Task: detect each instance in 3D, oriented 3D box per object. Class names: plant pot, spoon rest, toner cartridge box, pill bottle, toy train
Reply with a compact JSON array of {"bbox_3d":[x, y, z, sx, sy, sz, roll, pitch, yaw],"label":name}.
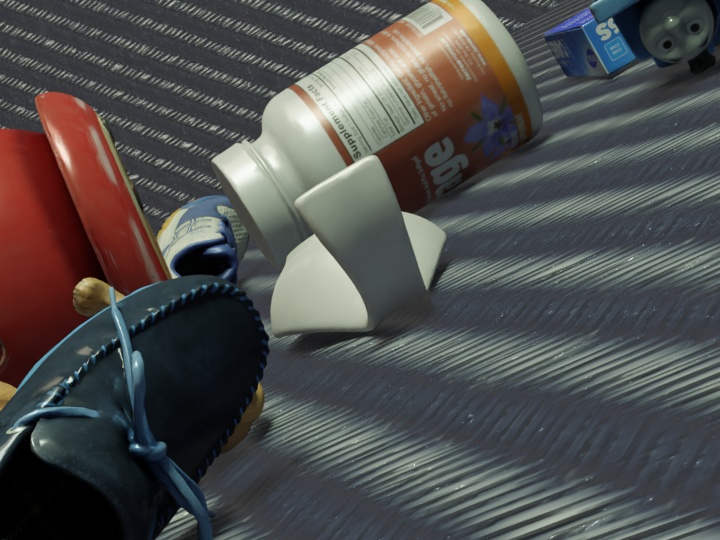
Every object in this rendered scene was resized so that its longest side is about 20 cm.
[{"bbox_3d":[-0.196,0.016,0.878,0.182,0.201,0.200,-23,6,-7],"label":"plant pot"},{"bbox_3d":[0.000,0.000,0.751,0.099,0.061,0.200,-30,-7,-4],"label":"spoon rest"},{"bbox_3d":[0.203,-0.191,1.242,0.095,0.043,0.200,-32,6,3],"label":"toner cartridge box"},{"bbox_3d":[0.009,-0.086,1.044,0.199,0.113,0.112,-32,7,-7],"label":"pill bottle"},{"bbox_3d":[0.176,-0.175,0.941,0.086,0.115,0.200,-32,5,20],"label":"toy train"}]

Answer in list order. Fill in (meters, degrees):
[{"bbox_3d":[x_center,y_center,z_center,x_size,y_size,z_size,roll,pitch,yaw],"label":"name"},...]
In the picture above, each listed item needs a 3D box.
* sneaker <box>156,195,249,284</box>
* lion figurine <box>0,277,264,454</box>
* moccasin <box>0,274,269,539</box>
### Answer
[{"bbox_3d":[-0.120,-0.002,1.240,0.088,0.076,0.200,-14,22,30],"label":"sneaker"},{"bbox_3d":[-0.097,0.058,0.614,0.199,0.073,0.122,-28,38,-35],"label":"lion figurine"},{"bbox_3d":[-0.086,0.077,0.493,0.068,0.081,0.200,-14,31,52],"label":"moccasin"}]
